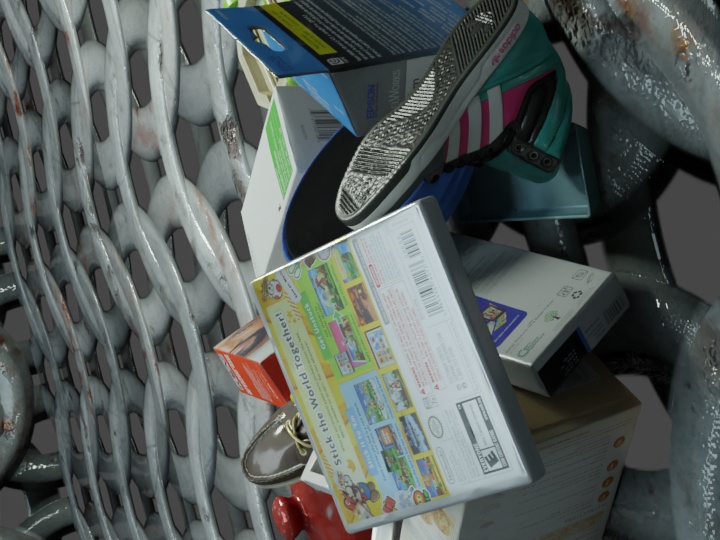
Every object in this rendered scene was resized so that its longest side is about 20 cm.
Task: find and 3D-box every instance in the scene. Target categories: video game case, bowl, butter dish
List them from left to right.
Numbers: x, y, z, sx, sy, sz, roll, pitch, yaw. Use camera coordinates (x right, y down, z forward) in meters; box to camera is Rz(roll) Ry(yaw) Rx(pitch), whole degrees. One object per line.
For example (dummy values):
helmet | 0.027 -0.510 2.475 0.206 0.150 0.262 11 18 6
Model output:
butter dish | -0.017 0.224 1.426 0.200 0.147 0.200 42 142 52
bowl | 0.011 -0.069 1.189 0.039 0.201 0.200 38 173 -28
video game case | 0.020 0.071 1.004 0.182 0.023 0.201 -24 87 41

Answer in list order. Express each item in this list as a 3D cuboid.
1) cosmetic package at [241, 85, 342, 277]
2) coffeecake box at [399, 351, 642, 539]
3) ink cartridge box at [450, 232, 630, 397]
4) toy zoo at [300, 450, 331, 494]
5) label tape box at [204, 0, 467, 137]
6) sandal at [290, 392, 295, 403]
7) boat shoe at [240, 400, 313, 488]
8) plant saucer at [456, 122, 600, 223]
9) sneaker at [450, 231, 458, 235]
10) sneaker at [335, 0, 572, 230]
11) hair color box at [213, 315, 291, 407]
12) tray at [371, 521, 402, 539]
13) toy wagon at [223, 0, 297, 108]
cosmetic package | -0.054 -0.079 1.419 0.200 0.084 0.108 112 148 -51
coffeecake box | 0.116 0.174 1.104 0.073 0.153 0.201 49 145 41
ink cartridge box | 0.099 0.028 1.094 0.200 0.099 0.039 19 149 51
toy zoo | 0.012 0.131 1.206 0.132 0.020 0.200 -61 21 -11
label tape box | -0.004 -0.166 1.133 0.144 0.199 0.064 46 142 49
sandal | 0.009 0.073 1.164 0.200 0.087 0.080 -53 -14 -66
boat shoe | -0.034 0.141 1.339 0.072 0.199 0.059 62 -167 13
plant saucer | 0.124 -0.074 1.124 0.200 0.019 0.070 2 104 66
sneaker | 0.088 0.064 1.210 0.099 0.070 0.201 -176 78 -70
sneaker | 0.080 -0.088 1.035 0.121 0.200 0.084 38 -177 -30
hair color box | -0.072 0.080 1.486 0.064 0.111 0.200 58 164 -10
tray | 0.029 0.191 1.245 0.108 0.022 0.201 83 -168 -50
toy wagon | -0.085 -0.250 1.463 0.156 0.039 0.200 66 153 21
